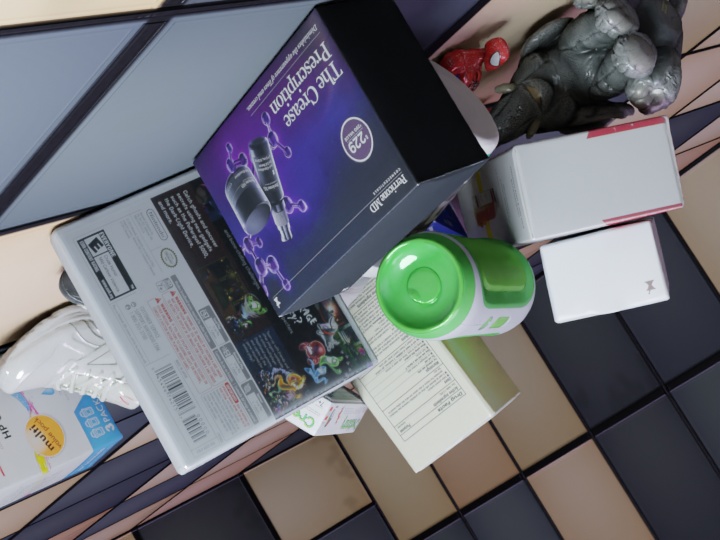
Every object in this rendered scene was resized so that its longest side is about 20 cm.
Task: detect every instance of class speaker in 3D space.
[{"bbox_3d":[0.081,0.013,1.144,0.088,0.089,0.200,-35,166,18],"label":"speaker"}]

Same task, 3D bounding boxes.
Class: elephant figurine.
[{"bbox_3d":[0.187,-0.176,1.277,0.154,0.143,0.199,22,140,-35],"label":"elephant figurine"}]

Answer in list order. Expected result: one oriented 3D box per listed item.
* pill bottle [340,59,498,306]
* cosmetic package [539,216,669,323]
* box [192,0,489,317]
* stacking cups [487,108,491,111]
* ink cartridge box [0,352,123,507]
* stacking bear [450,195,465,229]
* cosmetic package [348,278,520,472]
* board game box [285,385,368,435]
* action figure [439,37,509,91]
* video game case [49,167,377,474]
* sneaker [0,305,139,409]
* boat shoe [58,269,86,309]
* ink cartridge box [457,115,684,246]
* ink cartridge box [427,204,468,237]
[{"bbox_3d":[0.010,-0.068,1.130,0.200,0.113,0.113,-50,164,25],"label":"pill bottle"},{"bbox_3d":[0.227,-0.003,1.287,0.100,0.072,0.200,-13,-179,12],"label":"cosmetic package"},{"bbox_3d":[-0.020,-0.078,0.998,0.079,0.142,0.200,-24,168,-41],"label":"box"},{"bbox_3d":[0.082,-0.119,1.377,0.199,0.061,0.060,-22,167,-48],"label":"stacking cups"},{"bbox_3d":[-0.321,0.143,1.234,0.068,0.116,0.199,-39,169,37],"label":"ink cartridge box"},{"bbox_3d":[0.049,-0.037,1.591,0.198,0.122,0.114,-20,161,-14],"label":"stacking bear"},{"bbox_3d":[0.038,0.064,1.244,0.105,0.201,0.071,-39,173,30],"label":"cosmetic package"},{"bbox_3d":[-0.066,0.093,1.191,0.035,0.126,0.200,-60,169,0],"label":"board game box"},{"bbox_3d":[0.053,-0.139,1.234,0.200,0.052,0.065,-40,165,28],"label":"action figure"},{"bbox_3d":[-0.107,0.024,1.053,0.181,0.201,0.023,-27,171,-30],"label":"video game case"},{"bbox_3d":[-0.234,0.082,1.253,0.078,0.100,0.199,-39,169,38],"label":"sneaker"},{"bbox_3d":[-0.148,0.012,1.151,0.198,0.074,0.068,-3,164,-34],"label":"boat shoe"},{"bbox_3d":[0.183,-0.073,1.269,0.144,0.084,0.200,-13,180,-11],"label":"ink cartridge box"},{"bbox_3d":[0.000,0.000,1.350,0.199,0.044,0.094,-35,158,16],"label":"ink cartridge box"}]
